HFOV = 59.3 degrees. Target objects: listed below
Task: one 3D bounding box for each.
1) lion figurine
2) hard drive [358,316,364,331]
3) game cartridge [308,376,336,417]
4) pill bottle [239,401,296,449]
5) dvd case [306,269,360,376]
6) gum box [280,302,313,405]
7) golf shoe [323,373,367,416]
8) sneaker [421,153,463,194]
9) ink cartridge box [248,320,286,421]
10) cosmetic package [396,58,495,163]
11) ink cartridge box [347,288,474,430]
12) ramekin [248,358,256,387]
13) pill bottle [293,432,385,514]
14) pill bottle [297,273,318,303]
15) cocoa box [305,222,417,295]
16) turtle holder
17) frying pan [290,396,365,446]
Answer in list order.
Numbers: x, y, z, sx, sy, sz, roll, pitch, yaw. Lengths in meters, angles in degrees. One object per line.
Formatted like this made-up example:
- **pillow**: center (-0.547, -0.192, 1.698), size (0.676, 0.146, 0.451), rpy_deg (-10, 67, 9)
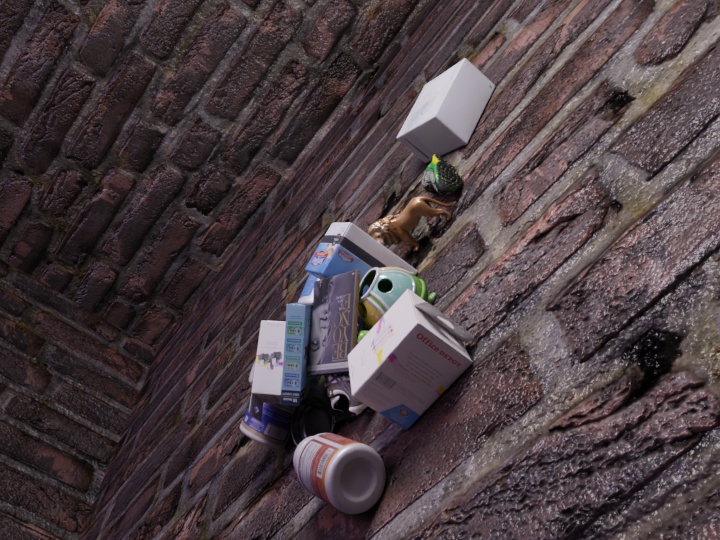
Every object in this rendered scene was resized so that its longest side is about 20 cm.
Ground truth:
- **lion figurine**: center (0.115, -0.119, 1.468), size (0.200, 0.122, 0.073), rpy_deg (-47, 21, 21)
- **hard drive**: center (-0.066, 0.179, 1.561), size (0.200, 0.026, 0.132), rpy_deg (-50, 20, 15)
- **game cartridge**: center (-0.061, 0.225, 1.426), size (0.133, 0.041, 0.202), rpy_deg (0, 64, 66)
- **pill bottle**: center (-0.190, 0.302, 1.483), size (0.202, 0.119, 0.119), rpy_deg (-65, 21, -6)
- **dvd case**: center (-0.056, 0.109, 1.283), size (0.148, 0.016, 0.203), rpy_deg (-15, 66, 49)
- **gum box**: center (-0.130, 0.171, 1.349), size (0.170, 0.044, 0.203), rpy_deg (23, -111, -87)
- **golf shoe**: center (-0.047, 0.229, 1.285), size (0.199, 0.078, 0.095), rpy_deg (13, 61, 52)
- **sneaker**: center (0.193, -0.215, 1.535), size (0.086, 0.077, 0.200), rpy_deg (-56, 9, 18)
- **ink cartridge box**: center (-0.187, 0.223, 1.381), size (0.115, 0.067, 0.203), rpy_deg (76, -163, -68)
- **cosmetic package**: center (0.227, -0.424, 1.699), size (0.199, 0.122, 0.201), rpy_deg (-11, 47, 61)
- **ink cartridge box**: center (0.089, 0.145, 1.098), size (0.200, 0.128, 0.126), rpy_deg (-49, 20, 16)
- **ramekin**: center (-0.219, 0.244, 1.681), size (0.203, 0.094, 0.203), rpy_deg (-55, 15, 22)
- **pill bottle**: center (-0.046, 0.349, 1.115), size (0.113, 0.112, 0.199), rpy_deg (-61, 20, -18)
- **pill bottle**: center (-0.106, 0.078, 1.687), size (0.112, 0.112, 0.201), rpy_deg (-31, 29, 49)
- **cocoa box**: center (0.000, 0.000, 1.431), size (0.132, 0.199, 0.133), rpy_deg (-59, 21, -8)
- **turtle holder**: center (0.050, 0.078, 1.291), size (0.186, 0.131, 0.141), rpy_deg (-54, 20, 2)
- **frying pan**: center (-0.073, 0.302, 1.323), size (0.190, 0.031, 0.116), rpy_deg (-43, 57, 18)
